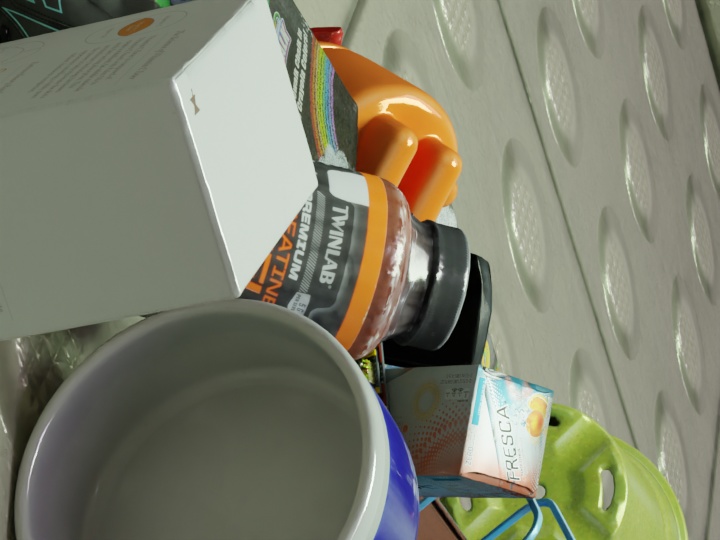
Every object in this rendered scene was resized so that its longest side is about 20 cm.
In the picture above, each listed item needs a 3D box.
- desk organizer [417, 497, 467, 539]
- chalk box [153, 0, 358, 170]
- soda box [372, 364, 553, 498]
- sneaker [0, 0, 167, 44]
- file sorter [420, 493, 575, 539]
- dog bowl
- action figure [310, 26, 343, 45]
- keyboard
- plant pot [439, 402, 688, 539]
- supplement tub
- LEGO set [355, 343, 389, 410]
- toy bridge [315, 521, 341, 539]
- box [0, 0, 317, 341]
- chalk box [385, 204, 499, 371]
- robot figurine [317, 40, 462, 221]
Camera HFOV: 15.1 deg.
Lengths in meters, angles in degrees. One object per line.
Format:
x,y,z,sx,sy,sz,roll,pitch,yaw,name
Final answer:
0.018,0.182,1.803,0.077,0.072,0.200,-49,152,-9,desk organizer
-0.093,-0.095,1.597,0.200,0.124,0.125,56,30,-51,chalk box
0.024,0.098,1.634,0.064,0.200,0.069,20,74,-37,soda box
-0.160,-0.126,1.373,0.079,0.200,0.075,-56,173,-2,sneaker
0.107,0.227,1.640,0.200,0.123,0.139,49,7,-21,file sorter
-0.073,0.119,1.408,0.079,0.200,0.200,55,30,-56,dog bowl
-0.022,-0.070,1.930,0.065,0.052,0.200,-56,139,-58,action figure
0.000,0.000,1.673,0.040,0.200,0.104,-1,101,-58,keyboard
0.134,0.183,1.977,0.184,0.200,0.201,65,20,-68,plant pot
-0.044,-0.012,1.488,0.107,0.200,0.107,-167,-90,-74,supplement tub
-0.058,0.106,1.584,0.116,0.154,0.200,18,61,-36,LEGO set
-0.059,0.099,1.486,0.067,0.200,0.027,-50,142,-5,toy bridge
-0.142,-0.045,1.283,0.152,0.200,0.107,-57,134,-64,box
0.016,0.057,1.858,0.124,0.124,0.200,-67,144,-62,chalk box
-0.014,-0.084,1.777,0.200,0.144,0.117,35,-42,56,robot figurine
